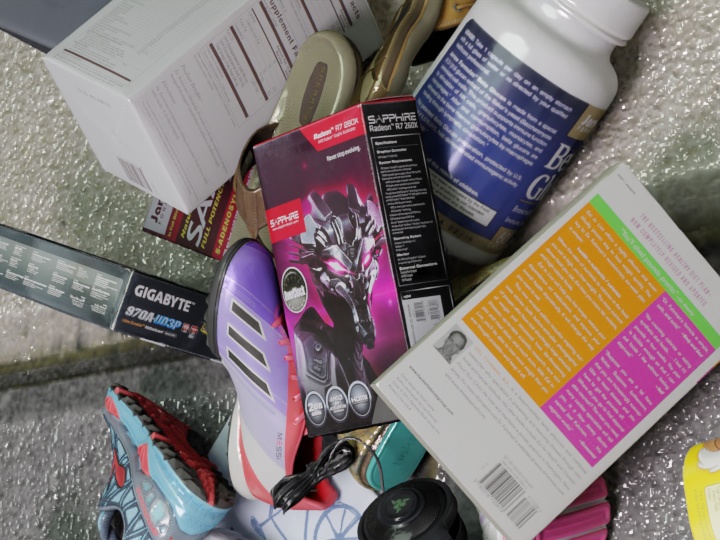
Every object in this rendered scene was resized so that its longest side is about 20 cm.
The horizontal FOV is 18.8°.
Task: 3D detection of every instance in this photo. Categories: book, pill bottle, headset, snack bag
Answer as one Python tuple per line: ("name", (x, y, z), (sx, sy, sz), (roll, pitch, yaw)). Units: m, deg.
("book", (0.124, 0.051, 1.309), (0.200, 0.048, 0.134), (-41, 92, -7))
("pill bottle", (0.098, -0.112, 1.420), (0.200, 0.111, 0.111), (-55, 51, 15))
("headset", (0.027, 0.186, 1.379), (0.094, 0.124, 0.200), (-32, 56, -9))
("snack bag", (-0.065, 0.201, 1.529), (0.189, 0.021, 0.200), (43, 109, 39))

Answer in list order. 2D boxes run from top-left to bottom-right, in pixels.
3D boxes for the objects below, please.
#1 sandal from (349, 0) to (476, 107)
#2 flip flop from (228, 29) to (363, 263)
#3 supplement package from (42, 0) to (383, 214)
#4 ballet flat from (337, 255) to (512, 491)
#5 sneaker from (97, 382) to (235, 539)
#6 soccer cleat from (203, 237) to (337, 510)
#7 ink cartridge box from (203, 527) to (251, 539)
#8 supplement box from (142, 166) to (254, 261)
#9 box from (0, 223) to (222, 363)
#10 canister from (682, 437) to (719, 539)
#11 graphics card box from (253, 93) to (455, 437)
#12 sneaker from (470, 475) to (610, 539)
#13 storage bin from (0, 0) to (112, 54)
("sandal", (0.052, -0.168, 1.480), (0.200, 0.054, 0.080), (-64, 7, -35))
("flip flop", (-0.054, -0.070, 1.488), (0.081, 0.057, 0.201), (25, 99, 41))
("supplement package", (-0.101, -0.156, 1.539), (0.200, 0.110, 0.114), (-42, 42, -19))
("ballet flat", (0.049, 0.056, 1.447), (0.200, 0.071, 0.071), (-55, 51, 15))
("sneaker", (-0.161, 0.149, 1.547), (0.096, 0.079, 0.200), (-52, 23, 3))
("soccer cleat", (-0.054, 0.071, 1.450), (0.073, 0.068, 0.201), (15, 123, 32))
("ink cartridge box", (-0.065, 0.300, 1.462), (0.196, 0.043, 0.201), (23, 97, 44))
("supplement box", (-0.059, -0.048, 1.568), (0.200, 0.061, 0.109), (19, 90, 42))
("box", (-0.181, 0.017, 1.586), (0.200, 0.159, 0.046), (17, 88, 42))
("canister", (0.293, 0.111, 1.172), (0.200, 0.148, 0.087), (-22, 65, 36))
("graphics card box", (0.000, 0.000, 1.385), (0.125, 0.051, 0.201), (-15, 85, 52))
("sneaker", (0.099, 0.117, 1.379), (0.088, 0.081, 0.201), (-10, 82, 61))
("storage bin", (-0.194, -0.186, 1.671), (0.200, 0.134, 0.146), (25, 94, 42))
